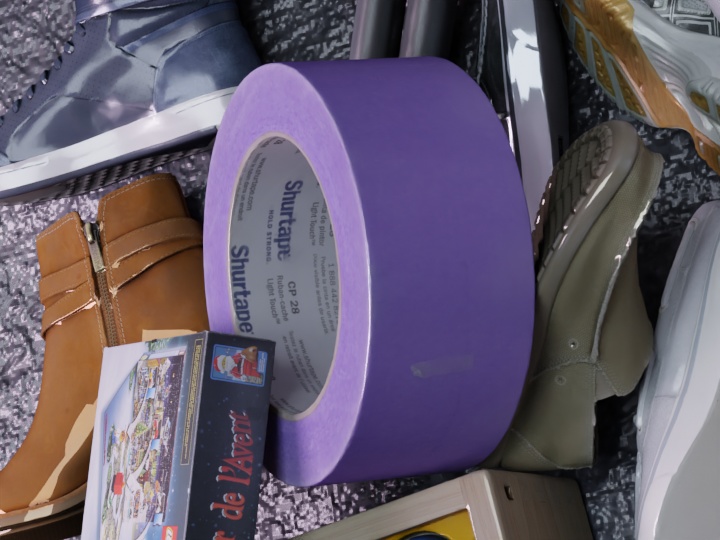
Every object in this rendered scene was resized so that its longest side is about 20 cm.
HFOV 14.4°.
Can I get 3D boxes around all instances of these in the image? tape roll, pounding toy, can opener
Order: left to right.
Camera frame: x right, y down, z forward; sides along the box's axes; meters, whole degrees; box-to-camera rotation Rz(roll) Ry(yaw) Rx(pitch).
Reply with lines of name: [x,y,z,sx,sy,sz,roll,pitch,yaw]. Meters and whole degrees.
tape roll: [0.000,0.000,1.344,0.200,0.085,0.200,176,90,-66]
pounding toy: [0.011,0.213,1.353,0.200,0.142,0.184,-22,73,25]
can opener: [0.032,-0.148,1.447,0.053,0.067,0.200,12,101,19]

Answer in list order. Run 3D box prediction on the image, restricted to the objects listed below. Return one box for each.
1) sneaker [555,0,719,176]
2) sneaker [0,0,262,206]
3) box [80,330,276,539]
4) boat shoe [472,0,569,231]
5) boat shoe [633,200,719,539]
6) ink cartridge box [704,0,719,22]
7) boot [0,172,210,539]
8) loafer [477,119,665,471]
sneaker: [0.171,-0.108,1.356,0.088,0.076,0.200,-33,50,-15]
sneaker: [-0.153,-0.118,1.516,0.202,0.077,0.146,-18,86,16]
box: [-0.095,0.133,1.371,0.137,0.038,0.200,-10,73,63]
boat shoe: [0.066,-0.065,1.398,0.068,0.074,0.200,-5,90,14]
boat shoe: [0.160,0.062,1.337,0.068,0.072,0.200,14,97,62]
ink cartridge box: [0.240,-0.189,1.235,0.200,0.147,0.145,-29,68,-6]
boot: [-0.151,0.051,1.501,0.200,0.077,0.156,-29,72,20]
loafer: [0.106,0.016,1.320,0.068,0.076,0.200,15,130,-5]
